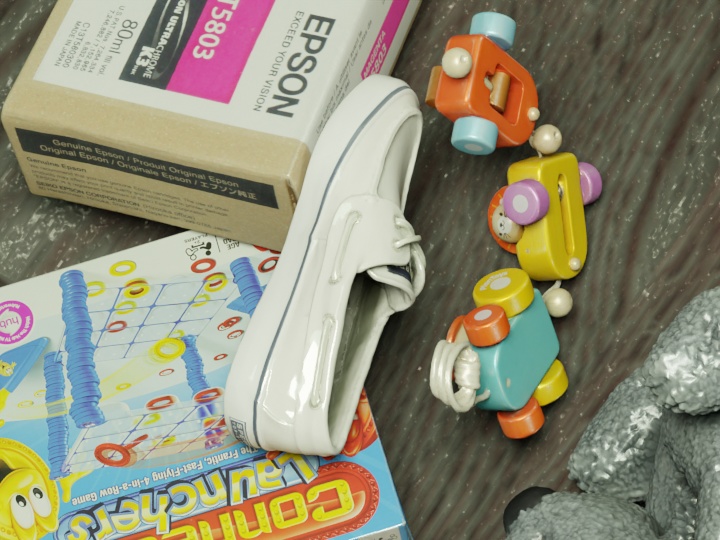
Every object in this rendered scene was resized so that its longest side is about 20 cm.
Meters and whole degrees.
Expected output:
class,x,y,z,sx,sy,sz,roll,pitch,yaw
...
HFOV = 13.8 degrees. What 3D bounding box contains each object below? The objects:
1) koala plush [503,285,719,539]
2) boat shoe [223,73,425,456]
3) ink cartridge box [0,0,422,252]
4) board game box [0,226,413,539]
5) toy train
class,x,y,z,sx,sy,sz,roll,pitch,yaw
koala plush,0.136,0.146,1.391,0.199,0.177,0.184,-32,78,-22
boat shoe,0.000,0.000,1.445,0.065,0.074,0.201,12,73,25
ink cartridge box,-0.069,-0.120,1.530,0.164,0.075,0.201,12,59,18
board game box,-0.092,0.083,1.483,0.199,0.056,0.197,-17,59,-2
toy train,0.059,-0.019,1.490,0.055,0.150,0.201,-1,73,35
